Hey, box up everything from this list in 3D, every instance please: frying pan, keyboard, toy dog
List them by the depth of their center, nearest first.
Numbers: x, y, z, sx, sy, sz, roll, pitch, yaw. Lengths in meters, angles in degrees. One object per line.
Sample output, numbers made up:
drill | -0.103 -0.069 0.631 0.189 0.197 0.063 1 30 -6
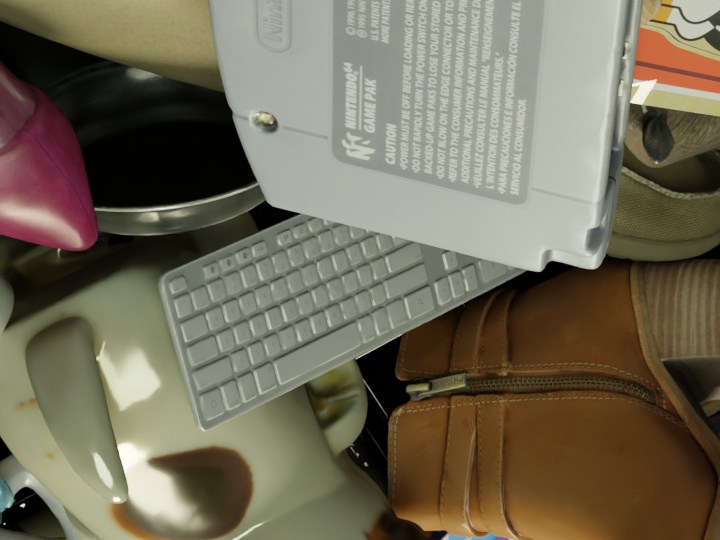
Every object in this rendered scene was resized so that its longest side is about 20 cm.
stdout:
frying pan | -0.107 -0.044 0.998 0.190 0.115 0.031 -2 121 6
keyboard | 0.000 0.000 1.028 0.011 0.200 0.056 -13 98 42
toy dog | -0.050 0.069 1.046 0.139 0.194 0.200 -32 109 0

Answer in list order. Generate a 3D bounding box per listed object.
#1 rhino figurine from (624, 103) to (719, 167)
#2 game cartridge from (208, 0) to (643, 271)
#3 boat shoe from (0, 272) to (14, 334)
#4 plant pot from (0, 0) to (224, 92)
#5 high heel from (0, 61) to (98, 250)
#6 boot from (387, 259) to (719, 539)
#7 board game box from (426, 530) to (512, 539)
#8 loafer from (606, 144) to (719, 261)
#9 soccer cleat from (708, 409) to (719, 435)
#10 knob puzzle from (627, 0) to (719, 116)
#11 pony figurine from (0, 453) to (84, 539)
rhino figurine | 0.124 -0.078 1.005 0.060 0.200 0.088 29 110 23
game cartridge | 0.020 -0.086 0.864 0.133 0.041 0.200 12 139 8
boat shoe | -0.215 -0.001 1.004 0.200 0.075 0.062 8 144 36
plant pot | -0.080 -0.149 0.942 0.187 0.187 0.200 -43 128 15
high heel | -0.172 -0.049 0.974 0.067 0.200 0.096 -46 123 -21
boot | 0.080 0.088 1.057 0.155 0.200 0.074 -8 142 24
board game box | 0.029 0.186 1.196 0.134 0.045 0.200 36 108 -23
loafer | 0.061 -0.068 1.047 0.200 0.076 0.067 25 118 -19
soccer cleat | 0.168 0.079 1.116 0.200 0.086 0.070 -32 118 -8
knob puzzle | 0.056 -0.128 0.854 0.219 0.030 0.220 4 130 5
pony figurine | -0.195 0.124 1.091 0.200 0.167 0.193 38 75 -20
